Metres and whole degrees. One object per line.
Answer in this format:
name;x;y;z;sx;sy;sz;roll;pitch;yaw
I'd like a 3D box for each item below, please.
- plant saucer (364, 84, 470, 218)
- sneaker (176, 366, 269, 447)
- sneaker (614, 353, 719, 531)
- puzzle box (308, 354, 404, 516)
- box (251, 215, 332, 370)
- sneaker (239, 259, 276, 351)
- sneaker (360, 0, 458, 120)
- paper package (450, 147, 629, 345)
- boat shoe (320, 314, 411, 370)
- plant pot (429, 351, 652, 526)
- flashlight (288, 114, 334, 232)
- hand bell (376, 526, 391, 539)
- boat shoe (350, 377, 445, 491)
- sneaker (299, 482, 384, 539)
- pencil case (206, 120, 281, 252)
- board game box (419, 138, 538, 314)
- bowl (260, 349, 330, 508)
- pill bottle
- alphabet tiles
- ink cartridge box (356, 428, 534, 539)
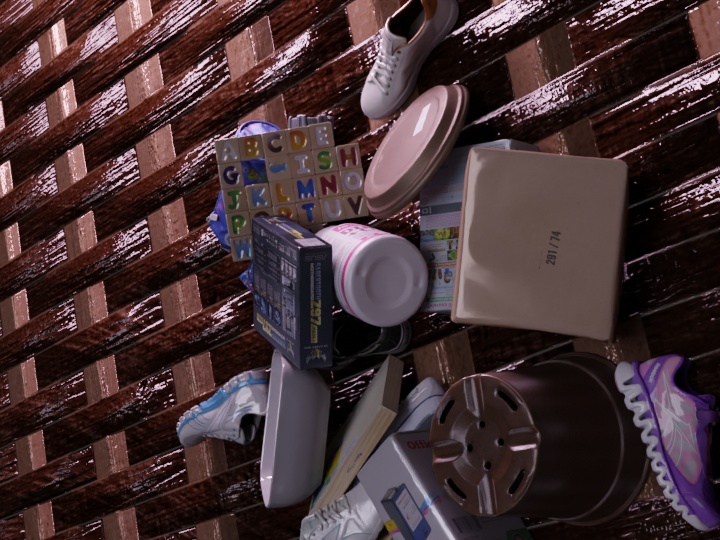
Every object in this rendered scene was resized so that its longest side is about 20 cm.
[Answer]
plant saucer;0.066;-0.157;1.605;0.200;0.029;0.201;-48;20;23
sneaker;-0.200;0.228;1.879;0.199;0.074;0.088;-39;68;35
sneaker;0.350;0.176;1.358;0.088;0.080;0.203;-28;70;21
puzzle box;-0.005;0.221;1.666;0.201;0.025;0.134;-58;9;25
box;-0.091;0.025;1.654;0.200;0.050;0.161;-149;58;-65
sneaker;-0.134;0.022;1.809;0.075;0.077;0.203;132;129;-66
sneaker;0.043;-0.290;1.676;0.073;0.084;0.201;52;122;31
paper package;0.206;-0.029;1.437;0.187;0.103;0.204;6;92;11
boat shoe;-0.022;0.092;1.721;0.198;0.063;0.072;-18;75;43
plant pot;0.192;0.191;1.419;0.198;0.196;0.204;-5;82;43
flashlight;-0.070;-0.116;1.789;0.067;0.067;0.204;4;95;52
hand bell;0.017;0.354;1.668;0.199;0.103;0.106;7;91;56
boat shoe;0.054;0.222;1.648;0.200;0.073;0.067;-47;36;25
sneaker;-0.028;0.328;1.610;0.202;0.079;0.071;-57;19;14
pencil case;-0.165;-0.121;1.822;0.201;0.085;0.079;114;146;-43
board game box;0.147;-0.051;1.573;0.146;0.064;0.204;-4;83;44
bowl;-0.088;0.211;1.706;0.200;0.073;0.204;-165;79;-81
pill bottle;0.000;0.000;1.636;0.200;0.112;0.115;-159;78;-67
alphabet tiles;-0.092;-0.110;1.737;0.196;0.008;0.170;-9;97;0
ink cartridge box;0.108;0.295;1.527;0.088;0.144;0.201;-49;57;30
